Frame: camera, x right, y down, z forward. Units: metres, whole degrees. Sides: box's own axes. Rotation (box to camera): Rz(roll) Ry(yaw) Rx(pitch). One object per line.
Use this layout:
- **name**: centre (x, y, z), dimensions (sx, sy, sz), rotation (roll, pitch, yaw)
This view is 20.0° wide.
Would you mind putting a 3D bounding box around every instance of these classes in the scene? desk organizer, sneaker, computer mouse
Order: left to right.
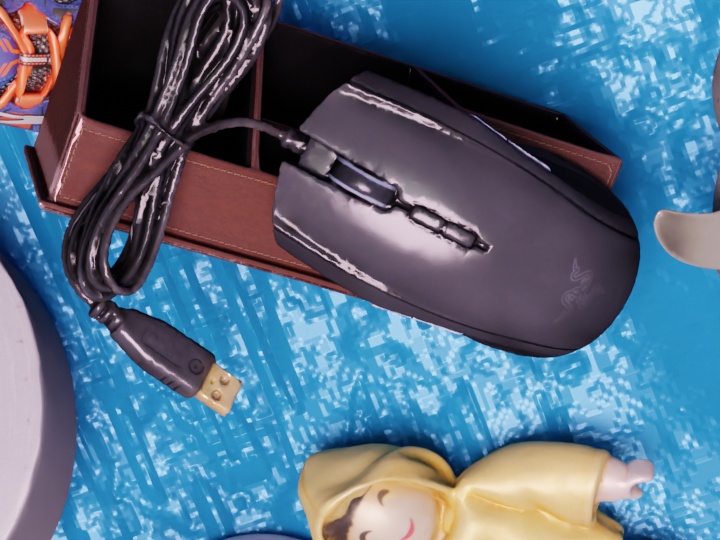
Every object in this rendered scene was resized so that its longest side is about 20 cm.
- **sneaker**: centre (-0.135, -0.081, 0.775), dimensions (0.200, 0.078, 0.075), rotation (6, 107, 3)
- **desk organizer**: centre (-0.013, -0.041, 0.744), dimensions (0.200, 0.072, 0.077), rotation (16, 104, -19)
- **computer mouse**: centre (0.000, 0.000, 0.698), dimensions (0.200, 0.046, 0.140), rotation (31, 96, -21)

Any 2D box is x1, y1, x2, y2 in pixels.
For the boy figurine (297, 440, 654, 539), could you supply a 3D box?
- **boy figurine**: centre (0.070, 0.119, 0.815), dimensions (0.200, 0.064, 0.124), rotation (30, 109, -5)

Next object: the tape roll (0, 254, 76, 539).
- **tape roll**: centre (-0.214, 0.060, 0.788), dimensions (0.200, 0.066, 0.200), rotation (-1, 77, 2)

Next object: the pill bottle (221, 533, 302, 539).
- **pill bottle**: centre (-0.050, 0.187, 0.776), dimensions (0.113, 0.200, 0.113), rotation (2, 105, 6)

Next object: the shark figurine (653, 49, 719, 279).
- **shark figurine**: centre (0.170, -0.070, 0.747), dimensions (0.128, 0.090, 0.215), rotation (15, 119, -32)
